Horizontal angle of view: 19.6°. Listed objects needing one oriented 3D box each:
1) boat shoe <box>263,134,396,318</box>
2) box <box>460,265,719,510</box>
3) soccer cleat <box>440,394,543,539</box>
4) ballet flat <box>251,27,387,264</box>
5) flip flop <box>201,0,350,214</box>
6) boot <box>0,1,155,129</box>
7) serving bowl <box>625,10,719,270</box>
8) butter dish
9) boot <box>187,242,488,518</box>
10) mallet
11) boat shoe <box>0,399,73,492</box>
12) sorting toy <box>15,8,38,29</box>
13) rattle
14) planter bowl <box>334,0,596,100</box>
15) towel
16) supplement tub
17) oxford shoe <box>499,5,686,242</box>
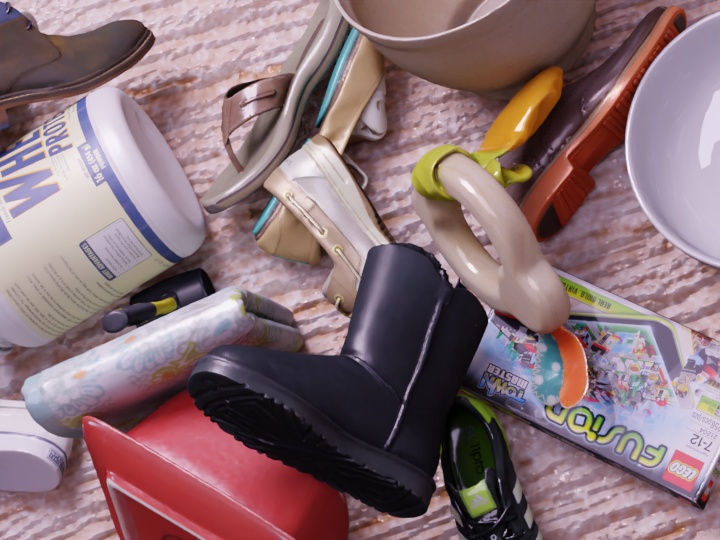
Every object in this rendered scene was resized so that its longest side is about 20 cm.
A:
[{"bbox_3d":[0.000,0.000,1.527,0.066,0.074,0.201,-32,82,1],"label":"boat shoe"},{"bbox_3d":[0.177,0.077,1.483,0.199,0.035,0.111,25,83,23],"label":"box"},{"bbox_3d":[0.093,0.182,1.454,0.067,0.081,0.202,-23,69,10],"label":"soccer cleat"},{"bbox_3d":[-0.015,-0.097,1.592,0.063,0.069,0.201,26,86,-5],"label":"ballet flat"},{"bbox_3d":[-0.072,-0.132,1.595,0.057,0.081,0.201,32,80,-20],"label":"flip flop"},{"bbox_3d":[-0.249,-0.173,1.565,0.199,0.098,0.074,-29,23,-29],"label":"boot"},{"bbox_3d":[0.290,-0.086,1.477,0.198,0.066,0.202,-5,73,16],"label":"serving bowl"},{"bbox_3d":[-0.078,0.155,1.483,0.199,0.200,0.148,27,61,21],"label":"butter dish"},{"bbox_3d":[-0.011,0.052,1.406,0.076,0.199,0.169,-27,39,52],"label":"boot"},{"bbox_3d":[-0.163,0.033,1.524,0.065,0.200,0.041,-23,89,16],"label":"mallet"},{"bbox_3d":[-0.312,0.124,1.619,0.198,0.071,0.070,0,47,22],"label":"boat shoe"},{"bbox_3d":[-0.323,-0.130,1.644,0.180,0.200,0.107,-44,85,-10],"label":"sorting toy"},{"bbox_3d":[0.136,-0.019,1.467,0.142,0.131,0.200,-31,71,-34],"label":"rattle"},{"bbox_3d":[0.094,-0.210,1.525,0.199,0.135,0.202,-17,51,22],"label":"planter bowl"},{"bbox_3d":[-0.137,0.066,1.503,0.170,0.200,0.048,-28,80,7],"label":"towel"},{"bbox_3d":[-0.234,-0.032,1.589,0.199,0.145,0.146,-31,67,7],"label":"supplement tub"},{"bbox_3d":[0.162,-0.121,1.528,0.073,0.071,0.200,38,89,28],"label":"oxford shoe"}]
